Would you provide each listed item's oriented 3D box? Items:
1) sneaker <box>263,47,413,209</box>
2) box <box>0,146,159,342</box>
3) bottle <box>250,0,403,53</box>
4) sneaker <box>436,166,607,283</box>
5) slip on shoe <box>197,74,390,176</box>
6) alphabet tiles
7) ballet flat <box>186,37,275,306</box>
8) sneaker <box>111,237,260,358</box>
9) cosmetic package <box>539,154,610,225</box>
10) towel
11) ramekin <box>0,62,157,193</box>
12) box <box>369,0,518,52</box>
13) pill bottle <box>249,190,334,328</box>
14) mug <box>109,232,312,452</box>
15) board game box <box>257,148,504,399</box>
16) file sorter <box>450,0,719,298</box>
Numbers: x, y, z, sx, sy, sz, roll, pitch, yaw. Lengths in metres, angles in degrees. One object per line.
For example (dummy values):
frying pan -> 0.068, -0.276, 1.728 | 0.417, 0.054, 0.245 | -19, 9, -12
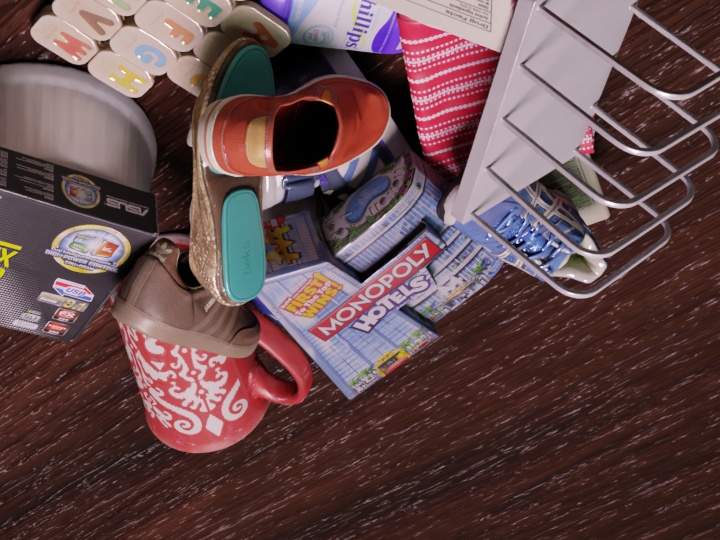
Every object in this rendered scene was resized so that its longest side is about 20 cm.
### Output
sneaker -> -0.034, -0.083, 1.027 | 0.146, 0.081, 0.200 | -35, 132, 1
box -> -0.280, -0.023, 0.941 | 0.199, 0.044, 0.160 | 17, 136, -32
bottle -> 0.016, -0.204, 0.916 | 0.199, 0.066, 0.084 | 3, 141, -18
sneaker -> 0.138, -0.039, 0.993 | 0.199, 0.077, 0.076 | 12, 121, -49
slip on shoe -> -0.033, -0.102, 0.889 | 0.061, 0.075, 0.200 | 11, -164, 32
alphabet tiles -> -0.156, -0.191, 0.876 | 0.195, 0.015, 0.200 | 31, 145, -26
ballet flat -> -0.105, -0.074, 0.909 | 0.070, 0.065, 0.201 | -9, 111, -42
sneaker -> -0.124, 0.023, 1.009 | 0.076, 0.070, 0.200 | -62, 160, 4
cosmetic package -> 0.143, -0.110, 1.068 | 0.105, 0.071, 0.200 | -18, 143, 10
towel -> 0.110, -0.142, 0.938 | 0.144, 0.023, 0.200 | -12, 144, 4
ramekin -> -0.266, -0.066, 1.008 | 0.199, 0.098, 0.201 | -7, 144, -5
box -> 0.067, -0.261, 0.774 | 0.127, 0.109, 0.200 | 26, 151, 20
pill bottle -> -0.044, 0.001, 1.138 | 0.115, 0.116, 0.200 | -25, 142, 20
mug -> -0.148, 0.062, 1.195 | 0.176, 0.134, 0.201 | -15, 140, -4
board game box -> 0.000, 0.000, 1.018 | 0.200, 0.062, 0.200 | -38, 139, 18
file sorter -> 0.171, -0.099, 0.845 | 0.138, 0.124, 0.201 | -30, 151, -33
